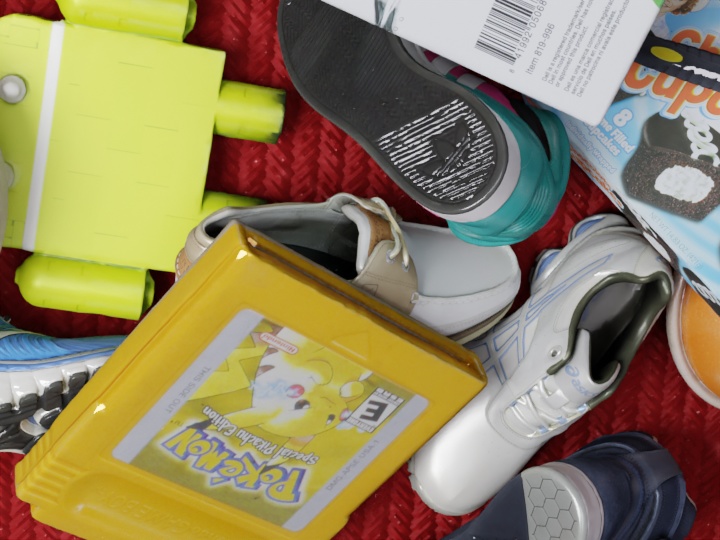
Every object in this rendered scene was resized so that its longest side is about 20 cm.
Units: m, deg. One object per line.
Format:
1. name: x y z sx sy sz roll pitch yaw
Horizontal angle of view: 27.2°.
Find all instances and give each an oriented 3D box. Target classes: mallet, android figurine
1. mallet: 0.133 -0.112 0.786 0.199 0.041 0.066 30 95 19
2. android figurine: -0.143 -0.068 0.796 0.198 0.041 0.184 10 99 -12

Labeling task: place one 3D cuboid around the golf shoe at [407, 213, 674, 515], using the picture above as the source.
1. golf shoe: 0.099 0.059 0.827 0.078 0.097 0.201 34 95 -15

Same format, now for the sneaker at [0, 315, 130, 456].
1. sneaker: -0.183 0.049 0.787 0.198 0.089 0.079 -3 135 -29

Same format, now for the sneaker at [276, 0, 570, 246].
1. sneaker: 0.042 -0.084 0.785 0.084 0.200 0.120 -45 143 13

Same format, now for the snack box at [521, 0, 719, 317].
1. snack box: 0.189 -0.065 0.789 0.116 0.037 0.200 -39 63 0

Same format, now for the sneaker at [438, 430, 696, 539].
1. sneaker: 0.102 0.163 0.855 0.202 0.146 0.077 -43 69 39

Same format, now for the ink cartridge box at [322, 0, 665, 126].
1. ink cartridge box: 0.057 -0.182 0.700 0.199 0.083 0.147 25 128 0

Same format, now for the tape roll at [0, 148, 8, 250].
1. tape roll: -0.273 -0.032 0.725 0.201 0.037 0.205 0 74 1

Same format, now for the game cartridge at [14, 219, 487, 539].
1. game cartridge: -0.058 0.085 0.780 0.176 0.033 0.200 29 114 -33

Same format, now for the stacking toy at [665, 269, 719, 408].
1. stacking toy: 0.267 0.041 0.785 0.145 0.200 0.147 -7 111 -18

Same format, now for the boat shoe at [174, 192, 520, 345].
1. boat shoe: 0.000 0.000 0.791 0.198 0.075 0.069 -6 136 -22
